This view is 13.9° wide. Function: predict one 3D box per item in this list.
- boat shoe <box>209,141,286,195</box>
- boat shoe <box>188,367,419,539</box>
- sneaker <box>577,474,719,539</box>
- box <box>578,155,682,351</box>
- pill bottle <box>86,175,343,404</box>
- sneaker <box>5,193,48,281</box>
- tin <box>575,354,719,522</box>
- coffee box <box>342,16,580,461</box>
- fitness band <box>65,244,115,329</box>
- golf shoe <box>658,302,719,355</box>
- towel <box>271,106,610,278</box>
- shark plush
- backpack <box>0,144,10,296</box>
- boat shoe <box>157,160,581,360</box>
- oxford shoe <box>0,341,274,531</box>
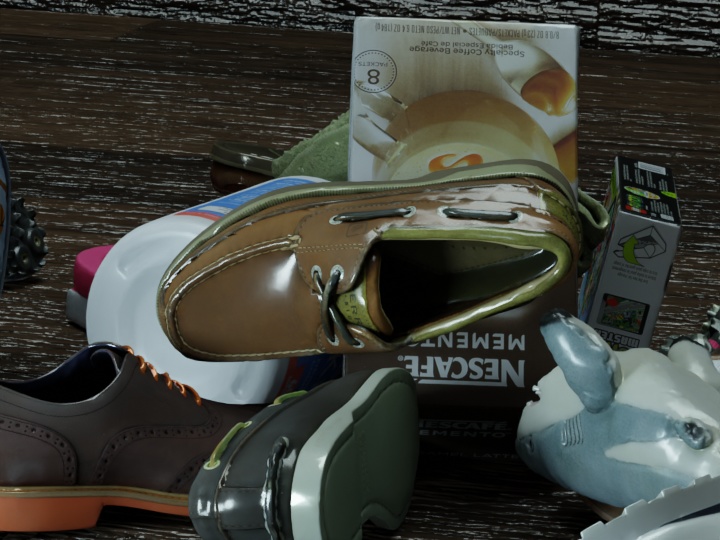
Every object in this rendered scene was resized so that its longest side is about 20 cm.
[{"bbox_3d":[-0.002,-0.021,1.726,0.199,0.068,0.072,17,9,-23],"label":"boat shoe"},{"bbox_3d":[-0.019,0.082,1.268,0.060,0.072,0.201,-1,5,14],"label":"boat shoe"},{"bbox_3d":[0.133,0.123,1.101,0.199,0.081,0.076,-20,-18,-23],"label":"sneaker"},{"bbox_3d":[0.142,0.007,1.602,0.035,0.111,0.200,15,11,2],"label":"box"},{"bbox_3d":[-0.045,0.012,1.508,0.112,0.113,0.200,8,14,25],"label":"pill bottle"},{"bbox_3d":[-0.277,-0.021,1.770,0.199,0.072,0.072,3,-20,-41],"label":"sneaker"},{"bbox_3d":[0.190,0.080,1.341,0.199,0.042,0.112,-1,28,-17],"label":"tin"},{"bbox_3d":[0.049,-0.015,1.433,0.114,0.201,0.080,1,-21,-1],"label":"coffee box"},{"bbox_3d":[-0.085,0.017,1.690,0.143,0.038,0.200,-2,13,-28],"label":"fitness band"},{"bbox_3d":[0.200,0.062,1.489,0.088,0.078,0.200,22,22,14],"label":"golf shoe"},{"bbox_3d":[0.040,-0.035,1.590,0.036,0.148,0.200,-45,6,-34],"label":"towel"},{"bbox_3d":[0.138,0.095,1.228,0.091,0.084,0.200,6,27,-49],"label":"shark plush"},{"bbox_3d":[-0.262,-0.028,1.505,0.153,0.201,0.190,13,7,22],"label":"backpack"},{"bbox_3d":[0.000,0.000,1.324,0.199,0.072,0.068,-18,23,10],"label":"boat shoe"},{"bbox_3d":[-0.090,0.069,1.313,0.199,0.073,0.071,-5,13,-36],"label":"oxford shoe"}]
